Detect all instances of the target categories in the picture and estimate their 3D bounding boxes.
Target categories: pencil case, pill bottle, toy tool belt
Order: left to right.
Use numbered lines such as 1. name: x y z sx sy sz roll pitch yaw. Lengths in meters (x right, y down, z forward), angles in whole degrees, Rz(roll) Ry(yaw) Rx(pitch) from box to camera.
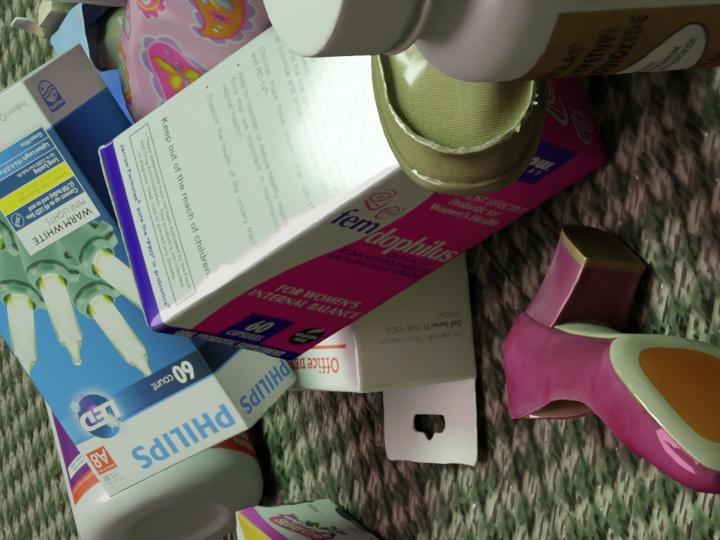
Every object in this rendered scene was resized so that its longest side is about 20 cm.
1. toy tool belt: -0.145 -0.122 1.597 0.200 0.123 0.125 128 137 -57
2. pill bottle: -0.133 0.062 1.633 0.113 0.112 0.200 122 137 -54
3. pencil case: -0.063 -0.126 1.285 0.200 0.087 0.088 116 143 -66
4. pill bottle: 0.068 -0.129 1.036 0.114 0.200 0.115 175 90 -66

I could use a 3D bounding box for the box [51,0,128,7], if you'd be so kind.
1. box: -0.095 -0.173 1.311 0.137 0.200 0.038 -34 64 44

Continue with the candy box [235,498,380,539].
1. candy box: -0.018 0.239 1.475 0.136 0.061 0.201 -150 59 -60

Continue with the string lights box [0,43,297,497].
1. string lights box: -0.131 0.001 1.367 0.103 0.059 0.200 -28 99 34

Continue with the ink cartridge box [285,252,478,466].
1. ink cartridge box: 0.000 0.000 1.377 0.117 0.067 0.201 174 91 -66

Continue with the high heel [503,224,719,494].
1. high heel: 0.106 0.063 1.143 0.200 0.067 0.096 -125 47 -56

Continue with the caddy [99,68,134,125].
1. caddy: -0.087 -0.042 1.477 0.200 0.105 0.142 -74 -25 -73

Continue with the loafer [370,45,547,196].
1. loafer: 0.035 -0.127 1.125 0.067 0.076 0.200 66 -162 -66

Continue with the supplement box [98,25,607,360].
1. supplement box: -0.005 -0.053 1.239 0.200 0.101 0.104 -34 61 30
